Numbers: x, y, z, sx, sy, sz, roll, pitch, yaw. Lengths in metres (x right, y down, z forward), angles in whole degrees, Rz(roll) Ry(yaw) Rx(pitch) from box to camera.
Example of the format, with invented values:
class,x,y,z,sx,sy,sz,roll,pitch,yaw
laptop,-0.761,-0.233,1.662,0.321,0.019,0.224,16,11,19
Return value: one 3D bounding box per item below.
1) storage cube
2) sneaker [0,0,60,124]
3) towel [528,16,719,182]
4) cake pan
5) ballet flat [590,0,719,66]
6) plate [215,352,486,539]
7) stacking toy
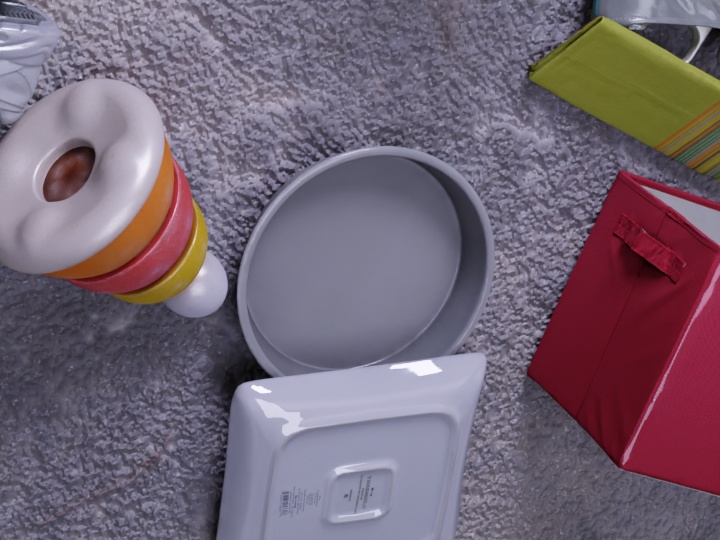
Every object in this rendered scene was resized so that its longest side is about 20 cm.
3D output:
class,x,y,z,sx,sy,sz,roll,pitch,yaw
storage cube,0.263,0.055,1.791,0.199,0.171,0.180,18,104,-28
sneaker,-0.295,-0.130,1.536,0.199,0.078,0.100,7,112,-24
towel,0.225,-0.127,1.763,0.200,0.018,0.086,25,138,-29
cake pan,0.000,0.000,1.735,0.200,0.037,0.201,-9,114,-20
ballet flat,0.258,-0.178,1.750,0.199,0.067,0.064,12,94,-20
plate,-0.006,0.158,1.778,0.199,0.032,0.200,-6,128,-20
stacking toy,-0.151,-0.022,1.626,0.146,0.146,0.200,-45,136,0
